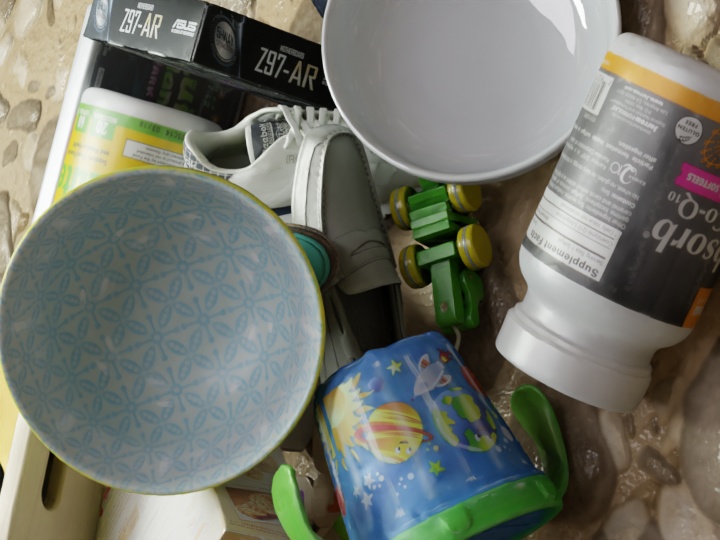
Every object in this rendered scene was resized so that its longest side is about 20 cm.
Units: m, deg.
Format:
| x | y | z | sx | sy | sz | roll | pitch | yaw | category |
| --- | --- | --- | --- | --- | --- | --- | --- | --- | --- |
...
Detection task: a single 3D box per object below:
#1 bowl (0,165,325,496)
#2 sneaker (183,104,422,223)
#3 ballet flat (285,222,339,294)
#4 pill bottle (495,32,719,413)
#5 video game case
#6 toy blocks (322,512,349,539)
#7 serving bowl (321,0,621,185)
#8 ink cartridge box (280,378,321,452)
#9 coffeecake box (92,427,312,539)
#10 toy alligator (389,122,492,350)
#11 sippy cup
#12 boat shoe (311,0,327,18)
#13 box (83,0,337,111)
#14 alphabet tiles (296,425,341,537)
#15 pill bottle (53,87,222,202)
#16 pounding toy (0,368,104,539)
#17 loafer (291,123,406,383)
| x | y | z | sx | sy | sz | roll | pitch | yaw | category |
| --- | --- | --- | --- | --- | --- | --- | --- | --- | --- |
| -0.117 | 0.029 | 0.988 | 0.108 | 0.198 | 0.202 | -77 | 8 | -81 | bowl |
| -0.027 | -0.083 | 1.126 | 0.198 | 0.081 | 0.077 | -14 | 47 | 5 | sneaker |
| -0.102 | 0.013 | 1.078 | 0.198 | 0.067 | 0.069 | -18 | 94 | 15 | ballet flat |
| 0.161 | -0.027 | 0.924 | 0.116 | 0.116 | 0.202 | 35 | 107 | 48 | pill bottle |
| -0.176 | -0.095 | 1.282 | 0.023 | 0.181 | 0.202 | 15 | 91 | 37 | video game case |
| -0.006 | 0.270 | 1.042 | 0.137 | 0.099 | 0.201 | 50 | 118 | 31 | toy blocks |
| 0.077 | -0.148 | 1.053 | 0.197 | 0.066 | 0.203 | -3 | 76 | 13 | serving bowl |
| -0.080 | 0.017 | 1.212 | 0.147 | 0.085 | 0.201 | -56 | 46 | 23 | ink cartridge box |
| -0.113 | 0.177 | 1.057 | 0.155 | 0.072 | 0.200 | -61 | 29 | 20 | coffeecake box |
| 0.065 | 0.000 | 1.079 | 0.059 | 0.054 | 0.203 | -17 | 75 | 30 | toy alligator |
| 0.036 | 0.115 | 0.963 | 0.139 | 0.177 | 0.131 | -33 | 71 | 19 | sippy cup |
| 0.009 | -0.281 | 1.195 | 0.068 | 0.084 | 0.202 | 35 | 104 | 36 | boat shoe |
| -0.083 | -0.158 | 1.178 | 0.160 | 0.199 | 0.044 | 21 | 94 | 50 | box |
| 0.001 | 0.201 | 1.122 | 0.195 | 0.014 | 0.203 | -17 | 67 | 46 | alphabet tiles |
| -0.181 | -0.027 | 1.191 | 0.111 | 0.110 | 0.202 | 17 | 92 | 50 | pill bottle |
| -0.287 | 0.110 | 1.107 | 0.182 | 0.142 | 0.202 | -1 | 67 | 24 | pounding toy |
| 0.000 | 0.000 | 1.075 | 0.069 | 0.069 | 0.203 | 2 | 105 | 51 | loafer |
